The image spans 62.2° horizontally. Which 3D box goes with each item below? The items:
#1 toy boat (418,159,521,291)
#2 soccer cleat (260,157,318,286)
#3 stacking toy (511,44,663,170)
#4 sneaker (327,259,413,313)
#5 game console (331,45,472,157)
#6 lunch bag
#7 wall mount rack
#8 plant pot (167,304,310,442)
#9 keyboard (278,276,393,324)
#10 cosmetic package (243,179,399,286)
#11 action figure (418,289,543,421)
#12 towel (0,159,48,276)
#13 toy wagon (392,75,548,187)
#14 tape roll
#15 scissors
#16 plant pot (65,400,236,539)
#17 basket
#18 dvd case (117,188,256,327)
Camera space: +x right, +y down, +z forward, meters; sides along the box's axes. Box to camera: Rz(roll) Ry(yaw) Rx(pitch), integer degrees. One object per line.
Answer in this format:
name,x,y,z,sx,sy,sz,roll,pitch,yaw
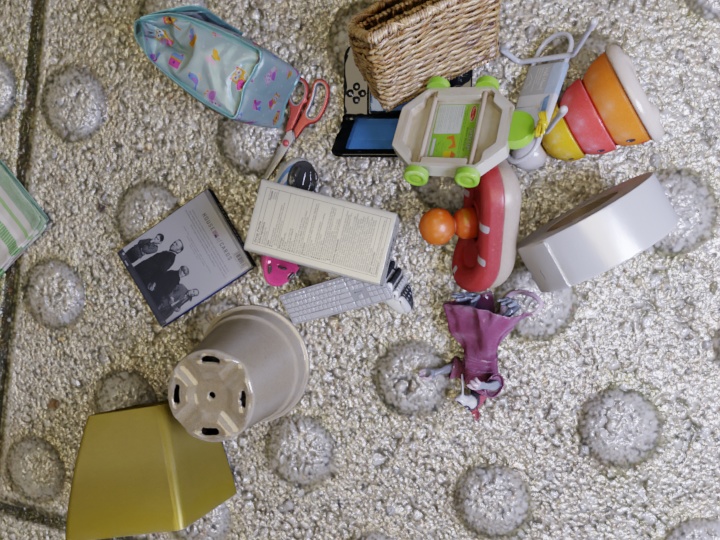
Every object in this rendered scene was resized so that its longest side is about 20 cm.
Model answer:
toy boat,0.146,-0.064,0.841,0.129,0.131,0.202,-6,124,-2
soccer cleat,-0.118,-0.077,0.941,0.069,0.086,0.203,13,94,-35
stacking toy,0.306,-0.204,0.846,0.199,0.146,0.147,-29,91,31
sneaker,0.000,0.000,0.935,0.200,0.075,0.081,43,115,5
game console,0.063,-0.251,0.868,0.197,0.116,0.179,2,97,9
lunch bag,-0.211,-0.304,0.881,0.198,0.170,0.123,30,103,10
wall mount rack,0.244,-0.250,0.806,0.074,0.173,0.203,21,87,-34
plant pot,-0.195,0.168,0.923,0.197,0.183,0.204,1,96,9
keyboard,-0.042,0.041,0.931,0.198,0.011,0.057,-17,104,33
cosmetic package,-0.052,-0.051,0.844,0.197,0.073,0.105,16,90,8
action figure,0.182,0.130,0.915,0.147,0.133,0.203,-13,111,-31
towel,-0.660,-0.074,1.059,0.200,0.023,0.153,-42,87,12
toy wagon,0.141,-0.179,0.774,0.197,0.040,0.157,6,67,23
tape roll,0.313,-0.050,0.803,0.201,0.202,0.071,-30,91,11
scissors,-0.107,-0.212,0.953,0.072,0.014,0.203,20,98,6
plant pot,-0.338,0.306,0.966,0.197,0.200,0.179,-10,83,11
basket,0.080,-0.347,0.813,0.198,0.149,0.144,-26,65,0
dvd case,-0.293,-0.019,1.001,0.198,0.025,0.152,-31,90,11
